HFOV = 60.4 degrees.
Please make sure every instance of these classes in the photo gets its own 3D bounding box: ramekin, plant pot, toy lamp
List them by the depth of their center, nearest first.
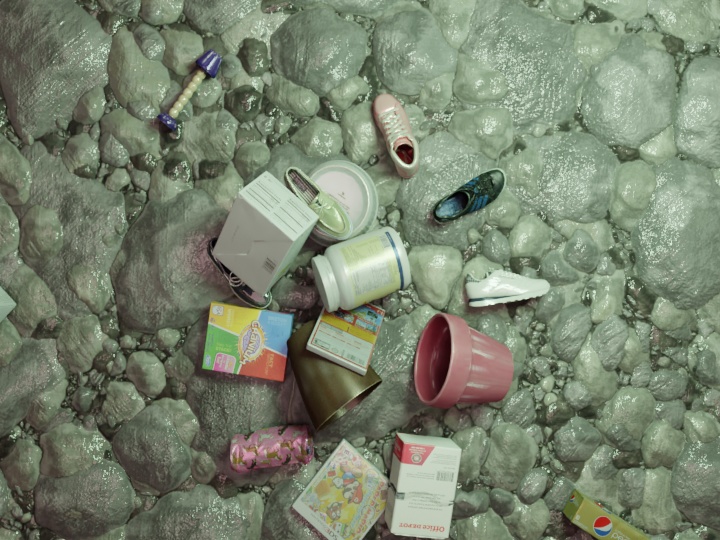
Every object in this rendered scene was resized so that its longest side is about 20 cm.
[{"bbox_3d":[0.236,0.213,1.384,0.173,0.200,0.207,13,91,-15],"label":"plant pot"},{"bbox_3d":[-0.078,0.220,1.397,0.185,0.187,0.202,-36,76,1],"label":"plant pot"},{"bbox_3d":[-0.054,-0.155,1.419,0.194,0.094,0.211,0,90,0],"label":"ramekin"},{"bbox_3d":[-0.392,-0.421,1.438,0.058,0.058,0.202,36,93,0],"label":"toy lamp"}]

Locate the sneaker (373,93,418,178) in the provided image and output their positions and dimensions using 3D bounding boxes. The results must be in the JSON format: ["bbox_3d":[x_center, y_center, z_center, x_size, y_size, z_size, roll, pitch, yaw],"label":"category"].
[{"bbox_3d":[0.085,-0.316,1.413,0.073,0.105,0.206,-20,90,2],"label":"sneaker"}]

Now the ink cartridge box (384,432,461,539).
[{"bbox_3d":[0.141,0.492,1.420,0.140,0.084,0.208,9,90,-11],"label":"ink cartridge box"}]

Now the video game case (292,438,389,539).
[{"bbox_3d":[-0.035,0.537,1.463,0.181,0.023,0.202,40,90,-1],"label":"video game case"}]

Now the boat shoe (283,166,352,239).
[{"bbox_3d":[-0.096,-0.143,1.341,0.199,0.062,0.072,43,91,-1],"label":"boat shoe"}]

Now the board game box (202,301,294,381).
[{"bbox_3d":[-0.262,0.165,1.451,0.193,0.040,0.159,8,91,0],"label":"board game box"}]

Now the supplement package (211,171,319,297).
[{"bbox_3d":[-0.209,-0.076,1.347,0.155,0.111,0.201,39,133,2],"label":"supplement package"}]

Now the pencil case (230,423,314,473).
[{"bbox_3d":[-0.206,0.413,1.435,0.192,0.087,0.085,-7,122,1],"label":"pencil case"}]

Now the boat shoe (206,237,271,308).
[{"bbox_3d":[-0.279,0.004,1.435,0.074,0.062,0.202,-38,91,-17],"label":"boat shoe"}]

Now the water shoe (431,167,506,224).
[{"bbox_3d":[0.257,-0.168,1.425,0.197,0.079,0.073,-33,91,1],"label":"water shoe"}]

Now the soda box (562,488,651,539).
[{"bbox_3d":[0.575,0.597,1.439,0.196,0.068,0.065,32,90,0],"label":"soda box"}]

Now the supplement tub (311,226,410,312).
[{"bbox_3d":[0.000,0.000,1.380,0.194,0.145,0.150,-19,91,-11],"label":"supplement tub"}]

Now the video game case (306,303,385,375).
[{"bbox_3d":[-0.029,0.130,1.386,0.139,0.202,0.018,24,130,-1],"label":"video game case"}]

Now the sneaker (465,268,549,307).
[{"bbox_3d":[0.341,0.034,1.434,0.192,0.076,0.084,-7,81,-1],"label":"sneaker"}]

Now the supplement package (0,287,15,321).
[{"bbox_3d":[-0.902,0.098,1.365,0.111,0.200,0.156,45,91,1],"label":"supplement package"}]
